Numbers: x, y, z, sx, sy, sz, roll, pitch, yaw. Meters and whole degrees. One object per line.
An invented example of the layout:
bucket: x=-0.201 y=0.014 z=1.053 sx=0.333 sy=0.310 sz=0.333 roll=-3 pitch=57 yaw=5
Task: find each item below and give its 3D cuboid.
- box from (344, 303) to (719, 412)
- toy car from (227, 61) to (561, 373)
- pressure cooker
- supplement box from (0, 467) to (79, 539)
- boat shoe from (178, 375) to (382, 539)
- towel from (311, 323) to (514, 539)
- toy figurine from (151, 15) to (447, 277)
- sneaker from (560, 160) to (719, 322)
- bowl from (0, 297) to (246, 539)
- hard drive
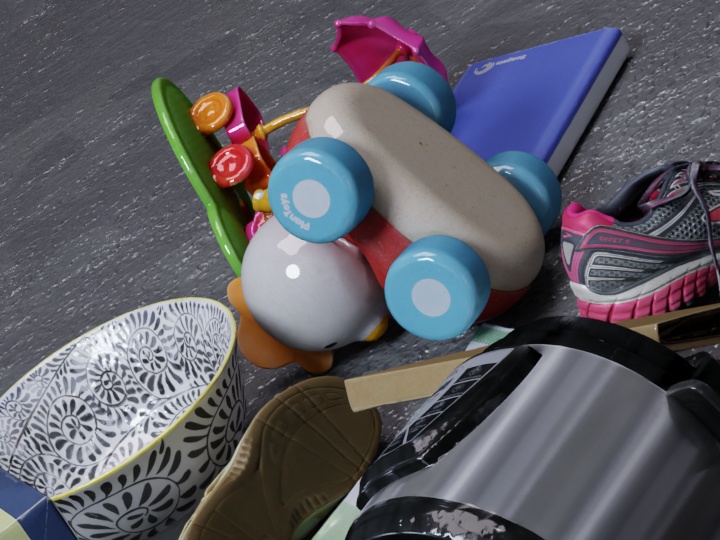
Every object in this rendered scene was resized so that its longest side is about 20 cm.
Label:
box: x=0.116 y=0.043 z=1.598 sx=0.200 sy=0.021 sz=0.163 roll=-11 pitch=0 yaw=35
toy car: x=0.000 y=0.000 z=1.865 sx=0.200 sy=0.177 sz=0.184 roll=-51 pitch=-2 yaw=31
pressure cooker: x=0.103 y=0.123 z=1.445 sx=0.176 sy=0.179 sz=0.200 roll=16 pitch=48 yaw=29
supplement box: x=-0.214 y=0.237 z=1.553 sx=0.200 sy=0.200 sz=0.134 roll=-39 pitch=24 yaw=-16
boat shoe: x=-0.058 y=0.135 z=1.724 sx=0.200 sy=0.074 sz=0.066 roll=-45 pitch=-2 yaw=-45
towel: x=0.068 y=0.102 z=1.689 sx=0.149 sy=0.031 sz=0.200 roll=-2 pitch=37 yaw=48
toy figurine: x=-0.023 y=-0.095 z=2.036 sx=0.184 sy=0.150 sz=0.200 roll=-29 pitch=47 yaw=9
sneaker: x=0.208 y=-0.037 z=1.722 sx=0.200 sy=0.075 sz=0.081 roll=-28 pitch=20 yaw=-21
bowl: x=-0.142 y=0.114 z=1.830 sx=0.201 sy=0.094 sz=0.201 roll=-25 pitch=26 yaw=13
hard drive: x=0.095 y=-0.090 z=2.027 sx=0.132 sy=0.025 sz=0.200 roll=-13 pitch=31 yaw=36
